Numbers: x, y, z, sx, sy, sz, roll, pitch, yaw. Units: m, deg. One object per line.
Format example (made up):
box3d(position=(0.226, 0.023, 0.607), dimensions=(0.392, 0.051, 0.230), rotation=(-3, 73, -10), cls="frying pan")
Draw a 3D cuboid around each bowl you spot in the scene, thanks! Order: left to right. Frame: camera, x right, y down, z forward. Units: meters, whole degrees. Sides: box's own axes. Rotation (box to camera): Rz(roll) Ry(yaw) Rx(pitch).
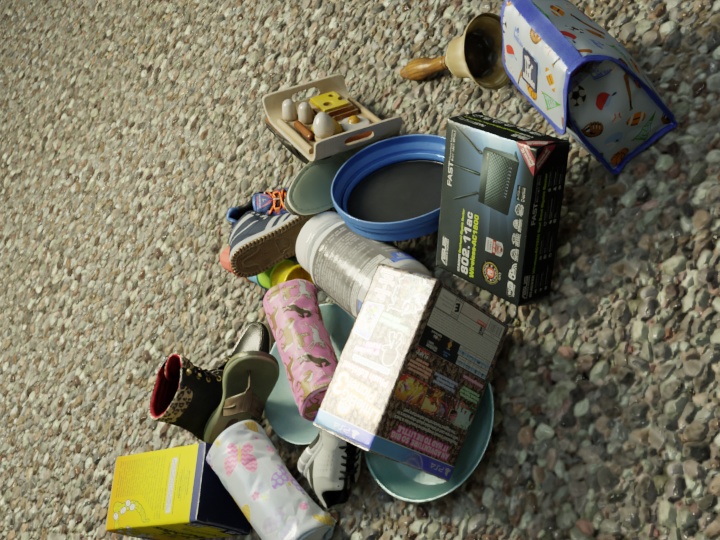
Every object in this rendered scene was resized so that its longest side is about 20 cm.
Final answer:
box3d(position=(0.059, -0.114, 1.263), dimensions=(0.197, 0.040, 0.202), rotation=(-10, 40, 8), cls="bowl")

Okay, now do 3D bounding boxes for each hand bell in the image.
box3d(position=(0.124, -0.305, 1.348), dimensions=(0.199, 0.103, 0.105), rotation=(4, 71, 55), cls="hand bell")

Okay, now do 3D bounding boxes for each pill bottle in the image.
box3d(position=(0.000, 0.000, 1.268), dimensions=(0.200, 0.113, 0.115), rotation=(37, 95, 45), cls="pill bottle")

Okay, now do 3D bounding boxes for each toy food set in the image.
box3d(position=(-0.046, -0.239, 1.381), dimensions=(0.142, 0.061, 0.200), rotation=(-21, 39, -19), cls="toy food set")

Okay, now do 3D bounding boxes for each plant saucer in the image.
box3d(position=(-0.055, 0.148, 1.296), dimensions=(0.199, 0.039, 0.204), rotation=(-20, 56, 34), cls="plant saucer")
box3d(position=(0.089, 0.190, 1.150), dimensions=(0.198, 0.036, 0.203), rotation=(-19, 59, 34), cls="plant saucer")

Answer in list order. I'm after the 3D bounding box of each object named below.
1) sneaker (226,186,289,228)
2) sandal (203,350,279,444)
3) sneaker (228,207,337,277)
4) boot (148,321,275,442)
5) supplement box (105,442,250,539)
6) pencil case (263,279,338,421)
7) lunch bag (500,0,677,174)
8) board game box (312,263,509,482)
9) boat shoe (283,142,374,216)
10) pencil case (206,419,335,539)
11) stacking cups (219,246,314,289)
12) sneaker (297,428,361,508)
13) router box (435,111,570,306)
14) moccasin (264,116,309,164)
box3d(position=(-0.132, -0.096, 1.457), dimensions=(0.198, 0.078, 0.076), rotation=(-26, 55, 30), cls="sneaker")
box3d(position=(-0.163, 0.193, 1.291), dimensions=(0.058, 0.079, 0.203), rotation=(-114, 39, -50), cls="sandal")
box3d(position=(-0.111, -0.062, 1.401), dimensions=(0.198, 0.071, 0.109), rotation=(-22, 26, -6), cls="sneaker")
box3d(position=(-0.216, 0.154, 1.355), dimensions=(0.073, 0.150, 0.202), rotation=(19, 82, 44), cls="boot")
box3d(position=(-0.261, 0.326, 1.338), dimensions=(0.198, 0.108, 0.111), rotation=(-16, 59, 36), cls="supplement box")
box3d(position=(-0.070, 0.107, 1.237), dimensions=(0.201, 0.085, 0.083), rotation=(67, 146, 38), cls="pencil case")
box3d(position=(0.257, -0.234, 1.097), dimensions=(0.124, 0.199, 0.171), rotation=(-42, 49, 16), cls="lunch bag")
box3d(position=(0.062, 0.119, 1.071), dimensions=(0.096, 0.159, 0.202), rotation=(16, 79, 45), cls="board game box")
box3d(position=(-0.051, -0.135, 1.366), dimensions=(0.060, 0.072, 0.201), rotation=(-25, 14, 49), cls="boat shoe")
box3d(position=(-0.120, 0.292, 1.219), dimensions=(0.090, 0.084, 0.200), rotation=(-35, 61, -17), cls="pencil case")
box3d(position=(-0.150, -0.003, 1.448), dimensions=(0.199, 0.060, 0.061), rotation=(21, 84, 49), cls="stacking cups")
box3d(position=(-0.020, 0.227, 1.170), dimensions=(0.080, 0.073, 0.201), rotation=(58, 146, 32), cls="sneaker")
box3d(position=(0.168, -0.077, 1.125), dimensions=(0.149, 0.062, 0.203), rotation=(28, 123, 46), cls="router box")
box3d(position=(-0.093, -0.226, 1.487), dimensions=(0.078, 0.074, 0.201), rotation=(-46, 26, 3), cls="moccasin")
